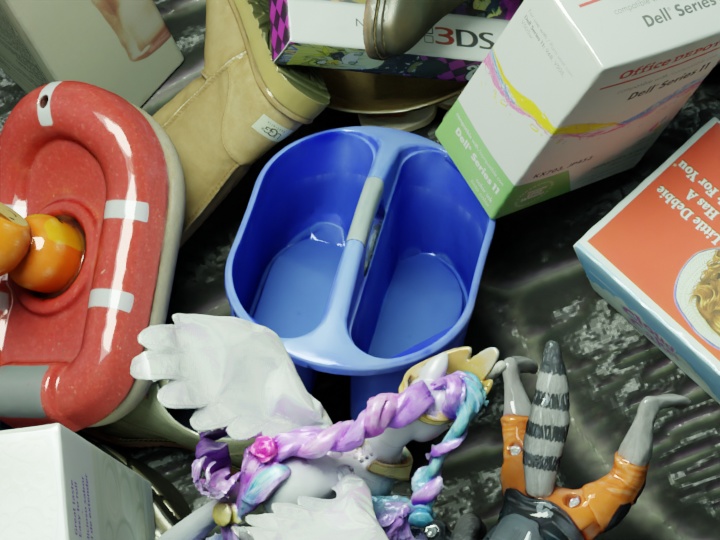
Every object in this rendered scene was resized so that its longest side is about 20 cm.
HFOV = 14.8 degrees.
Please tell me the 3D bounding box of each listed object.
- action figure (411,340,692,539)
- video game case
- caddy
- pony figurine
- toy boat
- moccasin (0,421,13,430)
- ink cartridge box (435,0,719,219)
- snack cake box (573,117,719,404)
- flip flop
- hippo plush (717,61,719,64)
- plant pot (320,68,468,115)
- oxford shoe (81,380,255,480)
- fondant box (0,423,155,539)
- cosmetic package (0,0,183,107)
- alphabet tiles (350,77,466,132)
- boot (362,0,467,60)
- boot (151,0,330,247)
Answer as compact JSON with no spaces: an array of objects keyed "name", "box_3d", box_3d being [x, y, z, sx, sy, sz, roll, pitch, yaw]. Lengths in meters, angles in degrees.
[{"name":"action figure","box_3d":[0.070,0.137,1.527,0.199,0.105,0.194,16,77,26]},{"name":"video game case","box_3d":[0.029,-0.211,1.649,0.180,0.036,0.201,5,69,-23]},{"name":"caddy","box_3d":[0.000,0.000,1.581,0.141,0.105,0.200,11,44,6]},{"name":"pony figurine","box_3d":[-0.032,0.109,1.468,0.192,0.200,0.167,-9,60,-40]},{"name":"toy boat","box_3d":[-0.185,-0.013,1.584,0.130,0.131,0.201,-2,73,39]},{"name":"moccasin","box_3d":[-0.239,0.115,1.651,0.068,0.081,0.201,-19,46,10]},{"name":"ink cartridge box","box_3d":[0.136,-0.119,1.540,0.117,0.200,0.067,-21,70,-31]},{"name":"snack cake box","box_3d":[0.231,0.021,1.567,0.115,0.067,0.200,-42,61,-6]},{"name":"flip flop","box_3d":[-0.120,0.159,1.594,0.200,0.081,0.058,43,95,23]},{"name":"hippo plush","box_3d":[0.217,-0.159,1.603,0.160,0.200,0.160,6,55,31]},{"name":"plant pot","box_3d":[0.024,-0.179,1.730,0.199,0.028,0.201,-7,62,13]},{"name":"oxford shoe","box_3d":[-0.116,0.067,1.632,0.199,0.074,0.071,15,68,21]},{"name":"fondant box","box_3d":[-0.152,0.170,1.452,0.058,0.200,0.145,-8,76,9]},{"name":"cosmetic package","box_3d":[-0.193,-0.177,1.705,0.103,0.200,0.087,39,77,26]},{"name":"alphabet tiles","box_3d":[0.080,-0.162,1.731,0.195,0.015,0.201,-19,61,5]},{"name":"boot","box_3d":[0.082,-0.185,1.578,0.097,0.075,0.200,18,56,25]},{"name":"boot","box_3d":[-0.116,-0.089,1.688,0.200,0.066,0.176,-43,34,22]}]
